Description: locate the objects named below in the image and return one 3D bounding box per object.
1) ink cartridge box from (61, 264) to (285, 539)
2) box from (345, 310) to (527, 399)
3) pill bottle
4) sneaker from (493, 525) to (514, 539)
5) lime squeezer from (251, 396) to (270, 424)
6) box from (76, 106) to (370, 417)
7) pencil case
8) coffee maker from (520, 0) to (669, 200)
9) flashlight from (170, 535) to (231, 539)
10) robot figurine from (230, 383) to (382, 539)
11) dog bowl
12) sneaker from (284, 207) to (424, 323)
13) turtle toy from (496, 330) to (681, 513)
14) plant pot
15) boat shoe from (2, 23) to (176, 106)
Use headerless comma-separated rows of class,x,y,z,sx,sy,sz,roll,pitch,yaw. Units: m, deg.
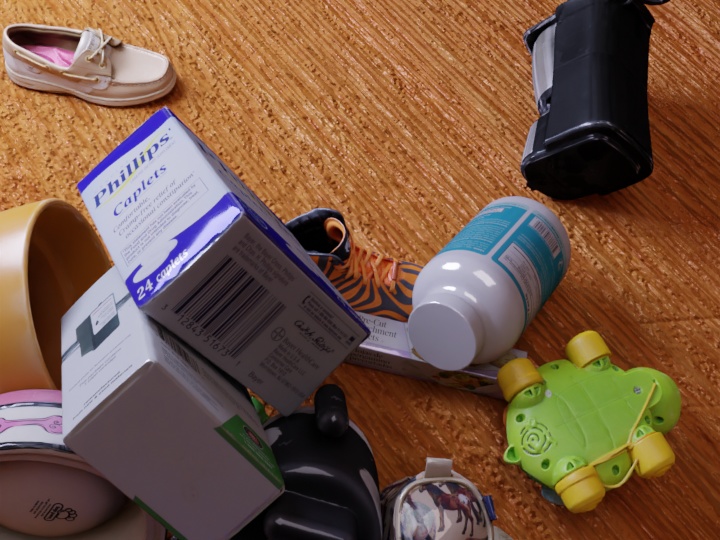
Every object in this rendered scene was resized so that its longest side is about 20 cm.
ink cartridge box,-0.149,0.094,0.685,0.083,0.147,0.200,-40,27,0
box,0.065,0.083,0.890,0.197,0.039,0.042,14,57,3
pill bottle,0.120,0.015,0.861,0.110,0.112,0.200,34,40,14
sneaker,0.151,0.307,0.753,0.200,0.075,0.085,42,97,-1
lime squeezer,-0.128,0.156,0.839,0.197,0.038,0.072,-5,91,-9
box,-0.114,-0.010,0.743,0.105,0.184,0.200,-43,43,1
pencil case,0.054,0.204,0.730,0.077,0.200,0.091,13,75,-1
coffee maker,0.263,-0.202,0.991,0.133,0.192,0.203,16,59,-15
flashlight,-0.119,0.300,0.665,0.067,0.203,0.067,-9,14,-32
robot figurine,-0.046,0.188,0.731,0.149,0.200,0.126,-34,101,6
dog bowl,-0.252,0.177,0.722,0.197,0.202,0.074,-1,40,-6
sneaker,0.000,0.000,0.890,0.197,0.113,0.079,5,58,-3
turtle toy,0.217,0.141,0.835,0.197,0.102,0.147,-19,62,-16
plant pot,-0.329,0.055,0.793,0.180,0.201,0.203,-12,60,6
boat shoe,-0.311,-0.240,1.025,0.197,0.069,0.075,4,59,-3
